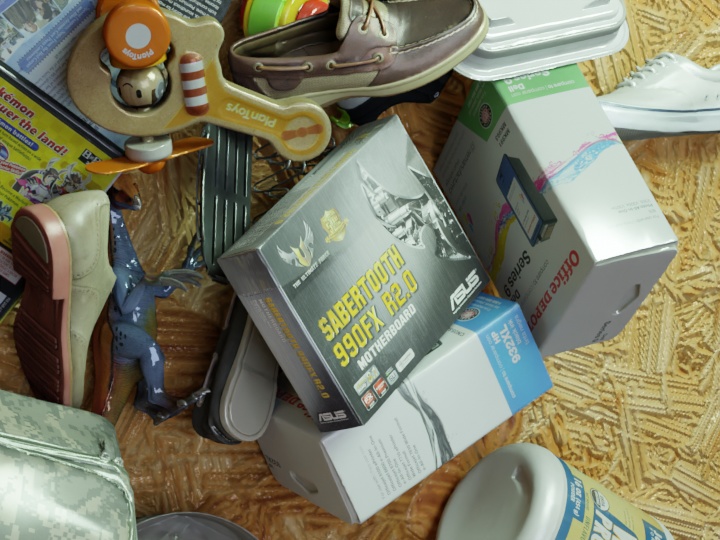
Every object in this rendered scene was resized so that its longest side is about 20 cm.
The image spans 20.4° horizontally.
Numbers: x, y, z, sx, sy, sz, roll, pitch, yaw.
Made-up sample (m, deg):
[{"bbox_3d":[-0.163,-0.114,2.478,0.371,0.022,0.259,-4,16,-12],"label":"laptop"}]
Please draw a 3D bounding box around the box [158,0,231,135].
[{"bbox_3d":[-0.178,-0.203,1.519,0.143,0.036,0.201,28,81,-26],"label":"box"}]

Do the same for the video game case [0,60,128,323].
[{"bbox_3d":[-0.298,-0.068,1.446,0.200,0.026,0.181,37,97,-26],"label":"video game case"}]

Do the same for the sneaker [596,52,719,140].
[{"bbox_3d":[0.253,-0.151,1.735,0.199,0.073,0.071,-5,89,-36],"label":"sneaker"}]

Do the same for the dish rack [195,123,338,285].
[{"bbox_3d":[-0.043,-0.046,1.551,0.200,0.054,0.154,17,67,-45],"label":"dish rack"}]

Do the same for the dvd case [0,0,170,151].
[{"bbox_3d":[-0.228,-0.155,1.461,0.143,0.018,0.200,-44,117,-1],"label":"dvd case"}]

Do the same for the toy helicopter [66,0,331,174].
[{"bbox_3d":[-0.118,-0.117,1.452,0.199,0.079,0.133,18,105,-19],"label":"toy helicopter"}]

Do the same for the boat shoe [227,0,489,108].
[{"bbox_3d":[-0.003,-0.175,1.498,0.199,0.072,0.072,-15,137,1],"label":"boat shoe"}]

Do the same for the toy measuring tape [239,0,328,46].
[{"bbox_3d":[-0.066,-0.218,1.526,0.074,0.074,0.200,-40,142,-18],"label":"toy measuring tape"}]

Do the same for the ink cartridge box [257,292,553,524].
[{"bbox_3d":[0.027,0.098,1.591,0.200,0.145,0.084,-33,114,-21],"label":"ink cartridge box"}]

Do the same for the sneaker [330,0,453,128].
[{"bbox_3d":[0.050,-0.181,1.634,0.200,0.072,0.083,-30,132,-20],"label":"sneaker"}]

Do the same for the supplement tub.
[{"bbox_3d":[0.177,0.248,1.689,0.200,0.145,0.145,33,81,-26],"label":"supplement tub"}]

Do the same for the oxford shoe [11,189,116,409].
[{"bbox_3d":[-0.209,0.030,1.475,0.075,0.070,0.200,-26,141,-34],"label":"oxford shoe"}]

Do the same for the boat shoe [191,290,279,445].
[{"bbox_3d":[-0.083,0.043,1.580,0.067,0.057,0.201,37,61,-35],"label":"boat shoe"}]

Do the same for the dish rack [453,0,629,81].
[{"bbox_3d":[0.114,-0.250,1.596,0.171,0.044,0.200,-15,62,-25],"label":"dish rack"}]

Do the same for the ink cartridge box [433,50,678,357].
[{"bbox_3d":[0.152,-0.053,1.593,0.087,0.145,0.200,-15,63,-26],"label":"ink cartridge box"}]

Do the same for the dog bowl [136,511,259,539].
[{"bbox_3d":[-0.153,0.282,1.571,0.199,0.059,0.201,-3,97,-28],"label":"dog bowl"}]

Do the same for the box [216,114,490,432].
[{"bbox_3d":[0.000,0.000,1.512,0.200,0.048,0.159,-45,113,-42],"label":"box"}]

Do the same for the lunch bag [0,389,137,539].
[{"bbox_3d":[-0.258,0.183,1.422,0.200,0.168,0.140,19,119,-28],"label":"lunch bag"}]

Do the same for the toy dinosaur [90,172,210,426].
[{"bbox_3d":[-0.179,0.027,1.518,0.200,0.105,0.182,-31,88,-9],"label":"toy dinosaur"}]
